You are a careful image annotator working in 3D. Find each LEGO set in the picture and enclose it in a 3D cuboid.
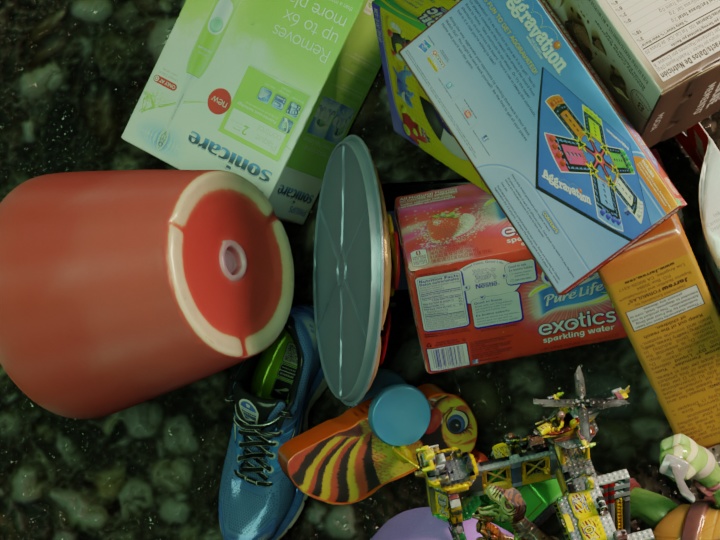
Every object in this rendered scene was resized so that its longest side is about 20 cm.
[{"bbox_3d":[0.116,0.158,1.352,0.153,0.116,0.200,-7,46,1],"label":"LEGO set"}]

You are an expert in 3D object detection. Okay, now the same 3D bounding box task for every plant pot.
[{"bbox_3d":[-0.161,0.007,1.569,0.177,0.200,0.201,-12,80,37],"label":"plant pot"}]

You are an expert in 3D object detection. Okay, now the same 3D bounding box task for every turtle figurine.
[{"bbox_3d":[0.200,0.191,1.439,0.194,0.200,0.144,0,117,44],"label":"turtle figurine"}]

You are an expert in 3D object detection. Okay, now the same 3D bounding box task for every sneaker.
[{"bbox_3d":[-0.079,0.121,1.603,0.078,0.089,0.201,12,88,24],"label":"sneaker"}]

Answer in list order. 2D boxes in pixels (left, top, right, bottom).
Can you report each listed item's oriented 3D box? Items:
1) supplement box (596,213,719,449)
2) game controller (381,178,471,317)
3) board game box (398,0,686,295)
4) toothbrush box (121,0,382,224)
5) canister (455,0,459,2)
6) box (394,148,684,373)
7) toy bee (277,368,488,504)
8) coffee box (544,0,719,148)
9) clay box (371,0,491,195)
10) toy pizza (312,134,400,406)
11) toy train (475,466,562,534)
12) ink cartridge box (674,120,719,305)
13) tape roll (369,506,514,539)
[{"bbox_3d":[0.216,0.036,1.420,0.069,0.200,0.067,-24,36,10],"label":"supplement box"},{"bbox_3d":[0.064,-0.017,1.586,0.199,0.042,0.105,-3,83,22],"label":"game controller"},{"bbox_3d":[0.117,-0.095,1.348,0.103,0.019,0.200,-38,76,23],"label":"board game box"},{"bbox_3d":[-0.076,-0.159,1.635,0.145,0.086,0.200,29,97,22],"label":"toothbrush box"},{"bbox_3d":[0.160,-0.192,1.543,0.200,0.087,0.149,-41,73,15],"label":"canister"},{"bbox_3d":[0.132,-0.007,1.478,0.199,0.100,0.096,-11,37,1],"label":"box"},{"bbox_3d":[0.044,0.123,1.542,0.200,0.131,0.109,-31,107,13],"label":"toy bee"},{"bbox_3d":[0.165,-0.189,1.351,0.080,0.113,0.200,-29,76,-13],"label":"coffee box"},{"bbox_3d":[0.086,-0.119,1.458,0.048,0.115,0.200,-26,37,-21],"label":"clay box"},{"bbox_3d":[0.000,0.000,1.517,0.032,0.200,0.201,0,83,-14],"label":"toy pizza"},{"bbox_3d":[0.082,0.205,1.521,0.056,0.042,0.200,49,128,13],"label":"toy train"},{"bbox_3d":[0.248,-0.034,1.446,0.050,0.162,0.200,-33,73,3],"label":"ink cartridge box"},{"bbox_3d":[0.074,0.270,1.476,0.200,0.066,0.200,23,135,25],"label":"tape roll"}]
